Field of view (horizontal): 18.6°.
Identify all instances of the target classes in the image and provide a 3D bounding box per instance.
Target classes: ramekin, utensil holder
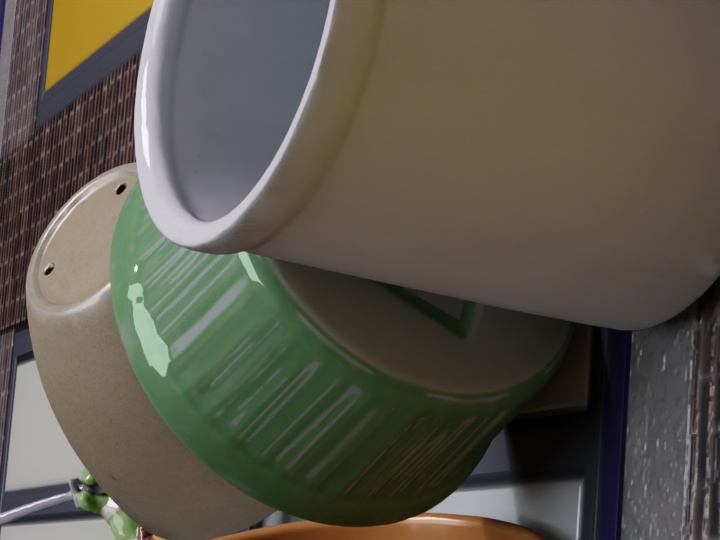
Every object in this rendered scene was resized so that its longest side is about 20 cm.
[{"bbox_3d":[0.000,0.000,0.956,0.098,0.199,0.201,-44,42,46],"label":"ramekin"},{"bbox_3d":[0.037,-0.072,0.848,0.170,0.199,0.171,-32,52,53],"label":"utensil holder"}]

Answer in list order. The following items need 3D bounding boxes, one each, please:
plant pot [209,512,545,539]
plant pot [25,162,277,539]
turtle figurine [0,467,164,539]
[{"bbox_3d":[-0.010,0.196,0.934,0.200,0.198,0.141,-170,72,-68],"label":"plant pot"},{"bbox_3d":[-0.096,0.020,1.146,0.199,0.134,0.201,-28,39,26],"label":"plant pot"},{"bbox_3d":[-0.130,0.132,1.263,0.195,0.199,0.144,-59,-11,-1],"label":"turtle figurine"}]
